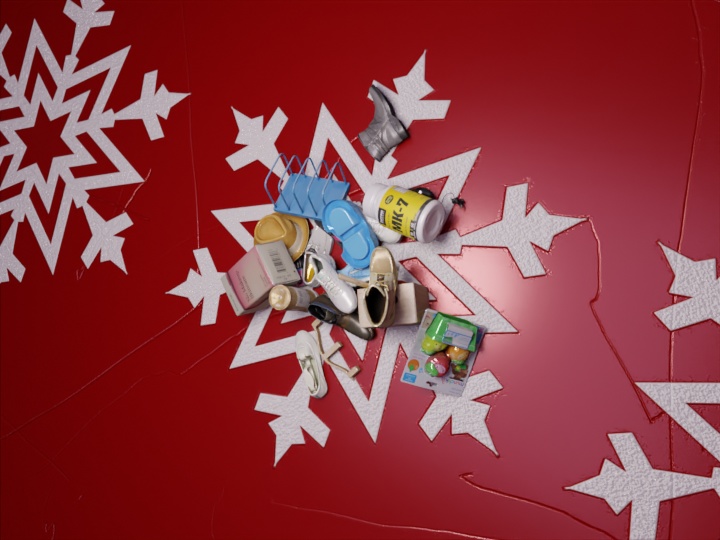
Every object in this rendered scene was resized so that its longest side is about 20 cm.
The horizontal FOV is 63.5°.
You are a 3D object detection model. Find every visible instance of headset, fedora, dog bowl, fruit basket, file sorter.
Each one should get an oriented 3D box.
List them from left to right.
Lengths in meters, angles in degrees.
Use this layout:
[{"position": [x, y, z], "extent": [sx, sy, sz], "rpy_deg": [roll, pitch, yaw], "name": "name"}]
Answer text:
[{"position": [-0.248, -0.106, 1.712], "extent": [0.198, 0.082, 0.204], "rpy_deg": [-10, 67, 23], "name": "fedora"}, {"position": [-0.154, -0.243, 1.666], "extent": [0.197, 0.123, 0.140], "rpy_deg": [13, 62, 21], "name": "file sorter"}, {"position": [-0.024, -0.105, 1.587], "extent": [0.111, 0.049, 0.201], "rpy_deg": [-32, 91, 34], "name": "dog bowl"}, {"position": [0.181, -0.170, 1.597], "extent": [0.198, 0.093, 0.126], "rpy_deg": [-13, 84, 34], "name": "headset"}, {"position": [0.217, 0.216, 1.492], "extent": [0.183, 0.094, 0.203], "rpy_deg": [18, 92, -17], "name": "fruit basket"}]

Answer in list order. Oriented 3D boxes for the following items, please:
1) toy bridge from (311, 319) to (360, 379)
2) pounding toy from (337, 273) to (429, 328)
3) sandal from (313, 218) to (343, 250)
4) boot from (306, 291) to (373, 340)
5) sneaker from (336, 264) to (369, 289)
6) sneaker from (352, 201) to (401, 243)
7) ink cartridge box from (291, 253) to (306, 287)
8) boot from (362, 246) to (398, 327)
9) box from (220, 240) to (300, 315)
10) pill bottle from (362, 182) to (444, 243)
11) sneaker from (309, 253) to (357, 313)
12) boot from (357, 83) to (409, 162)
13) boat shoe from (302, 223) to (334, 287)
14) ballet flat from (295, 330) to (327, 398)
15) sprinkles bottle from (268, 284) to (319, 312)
[{"position": [-0.079, 0.230, 1.663], "extent": [0.067, 0.027, 0.201], "rpy_deg": [-42, 72, 14], "name": "toy bridge"}, {"position": [0.066, 0.077, 1.541], "extent": [0.197, 0.184, 0.145], "rpy_deg": [-7, 82, 20], "name": "pounding toy"}, {"position": [-0.052, -0.110, 1.659], "extent": [0.199, 0.045, 0.075], "rpy_deg": [36, 74, 10], "name": "sandal"}, {"position": [-0.061, 0.140, 1.621], "extent": [0.199, 0.097, 0.075], "rpy_deg": [35, 118, 21], "name": "boot"}, {"position": [0.000, 0.000, 1.632], "extent": [0.197, 0.078, 0.091], "rpy_deg": [-14, 76, 18], "name": "sneaker"}, {"position": [0.025, -0.131, 1.624], "extent": [0.198, 0.081, 0.076], "rpy_deg": [27, 107, 25], "name": "sneaker"}, {"position": [-0.257, 0.018, 1.749], "extent": [0.197, 0.037, 0.096], "rpy_deg": [-13, 80, 21], "name": "ink cartridge box"}, {"position": [0.046, 0.035, 1.390], "extent": [0.071, 0.155, 0.203], "rpy_deg": [-2, 85, 11], "name": "boot"}, {"position": [-0.285, 0.023, 1.647], "extent": [0.199, 0.108, 0.129], "rpy_deg": [-37, 76, 38], "name": "box"}, {"position": [0.110, -0.156, 1.522], "extent": [0.198, 0.114, 0.116], "rpy_deg": [25, 93, 32], "name": "pill bottle"}, {"position": [-0.082, 0.035, 1.591], "extent": [0.070, 0.080, 0.201], "rpy_deg": [-42, 67, 16], "name": "sneaker"}, {"position": [0.040, -0.424, 1.668], "extent": [0.131, 0.070, 0.202], "rpy_deg": [-34, 70, 20], "name": "boot"}, {"position": [-0.129, -0.053, 1.687], "extent": [0.070, 0.070, 0.203], "rpy_deg": [12, 87, 20], "name": "boat shoe"}, {"position": [-0.147, 0.267, 1.665], "extent": [0.069, 0.069, 0.203], "rpy_deg": [-23, 77, 17], "name": "ballet flat"}, {"position": [-0.181, 0.080, 1.624], "extent": [0.067, 0.200, 0.069], "rpy_deg": [-2, 83, 20], "name": "sprinkles bottle"}]
